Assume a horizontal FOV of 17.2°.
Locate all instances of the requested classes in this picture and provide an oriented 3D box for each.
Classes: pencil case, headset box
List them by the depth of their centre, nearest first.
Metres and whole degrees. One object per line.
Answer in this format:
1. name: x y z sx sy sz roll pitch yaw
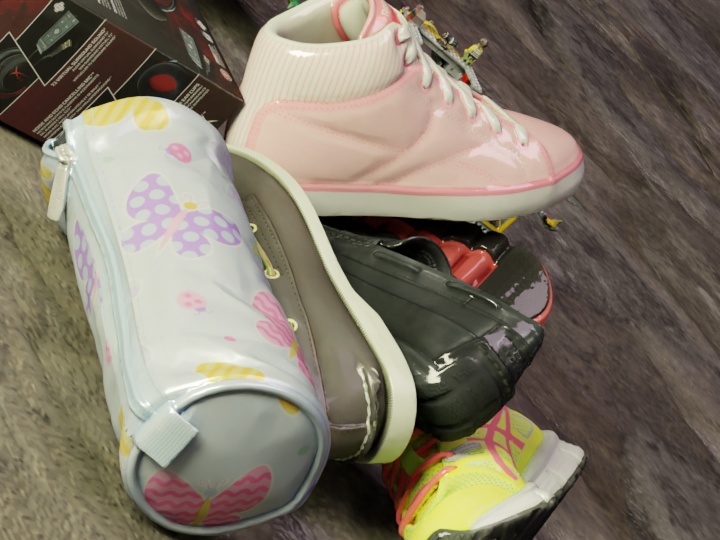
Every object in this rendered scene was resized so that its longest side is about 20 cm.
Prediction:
1. pencil case: -0.075 0.014 0.969 0.091 0.083 0.200 49 13 -43
2. headset box: -0.165 -0.139 1.108 0.200 0.075 0.149 29 25 -44

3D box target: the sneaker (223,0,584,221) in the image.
1. sneaker: 0.030 -0.084 1.167 0.200 0.105 0.075 -1 25 -26

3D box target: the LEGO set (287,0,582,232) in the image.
1. LEGO set: 0.044 -0.102 1.438 0.200 0.116 0.154 40 19 -22

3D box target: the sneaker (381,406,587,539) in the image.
1. sneaker: 0.040 0.100 1.085 0.090 0.078 0.200 38 12 5

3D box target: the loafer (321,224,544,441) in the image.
1. loafer: 0.012 0.015 1.109 0.201 0.070 0.068 33 -23 51

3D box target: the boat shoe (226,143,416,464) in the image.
1. boat shoe: -0.047 0.010 1.065 0.061 0.072 0.201 -3 39 -34

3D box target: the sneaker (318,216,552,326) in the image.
1. sneaker: 0.000 0.000 1.219 0.200 0.087 0.074 32 46 19
